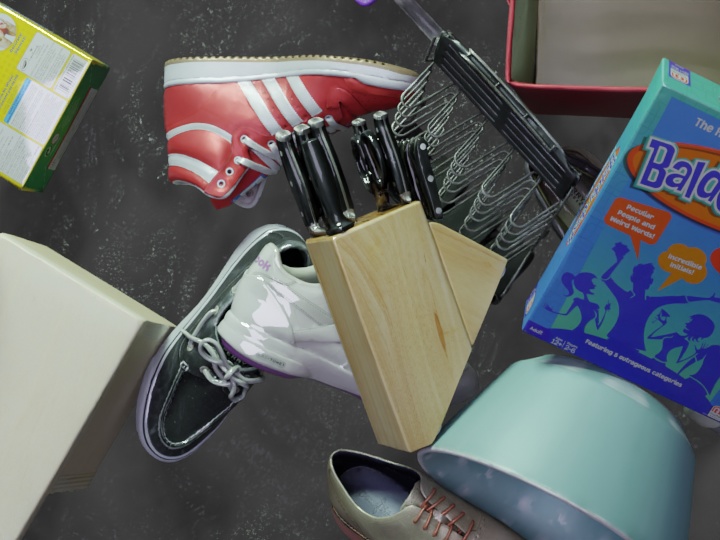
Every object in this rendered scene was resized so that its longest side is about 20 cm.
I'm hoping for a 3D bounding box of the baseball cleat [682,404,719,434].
[{"bbox_3d":[0.303,0.028,1.183,0.106,0.070,0.201,25,103,4],"label":"baseball cleat"}]

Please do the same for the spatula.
[{"bbox_3d":[0.050,-0.183,1.250,0.057,0.021,0.200,-44,83,9],"label":"spatula"}]

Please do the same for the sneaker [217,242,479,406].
[{"bbox_3d":[0.003,0.042,1.194,0.199,0.075,0.100,18,98,-21],"label":"sneaker"}]

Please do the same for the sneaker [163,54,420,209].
[{"bbox_3d":[-0.053,-0.100,1.243,0.199,0.071,0.113,1,85,18],"label":"sneaker"}]

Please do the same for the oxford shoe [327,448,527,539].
[{"bbox_3d":[0.055,0.188,1.186,0.199,0.074,0.071,21,64,26],"label":"oxford shoe"}]

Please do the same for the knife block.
[{"bbox_3d":[0.000,0.000,1.133,0.175,0.064,0.201,25,82,-16],"label":"knife block"}]

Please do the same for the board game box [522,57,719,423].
[{"bbox_3d":[0.214,-0.015,1.078,0.151,0.045,0.201,24,120,-3],"label":"board game box"}]

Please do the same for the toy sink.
[{"bbox_3d":[-0.249,0.094,1.256,0.130,0.112,0.201,29,89,10],"label":"toy sink"}]

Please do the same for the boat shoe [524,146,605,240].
[{"bbox_3d":[0.185,-0.015,1.176,0.072,0.065,0.200,-50,64,20],"label":"boat shoe"}]

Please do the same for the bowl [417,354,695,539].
[{"bbox_3d":[0.149,0.131,1.155,0.200,0.201,0.105,26,74,10],"label":"bowl"}]

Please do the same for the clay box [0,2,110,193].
[{"bbox_3d":[-0.308,-0.159,1.304,0.199,0.048,0.115,31,95,11],"label":"clay box"}]

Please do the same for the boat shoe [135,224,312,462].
[{"bbox_3d":[-0.097,0.060,1.241,0.073,0.068,0.200,37,91,-21],"label":"boat shoe"}]

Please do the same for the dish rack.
[{"bbox_3d":[0.077,-0.072,1.161,0.054,0.200,0.153,-40,81,-17],"label":"dish rack"}]

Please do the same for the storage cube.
[{"bbox_3d":[0.196,-0.196,1.144,0.199,0.180,0.172,3,90,11],"label":"storage cube"}]
